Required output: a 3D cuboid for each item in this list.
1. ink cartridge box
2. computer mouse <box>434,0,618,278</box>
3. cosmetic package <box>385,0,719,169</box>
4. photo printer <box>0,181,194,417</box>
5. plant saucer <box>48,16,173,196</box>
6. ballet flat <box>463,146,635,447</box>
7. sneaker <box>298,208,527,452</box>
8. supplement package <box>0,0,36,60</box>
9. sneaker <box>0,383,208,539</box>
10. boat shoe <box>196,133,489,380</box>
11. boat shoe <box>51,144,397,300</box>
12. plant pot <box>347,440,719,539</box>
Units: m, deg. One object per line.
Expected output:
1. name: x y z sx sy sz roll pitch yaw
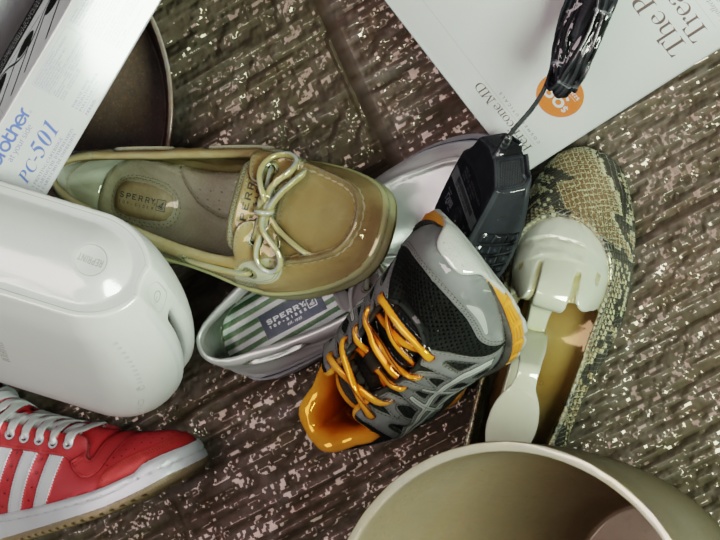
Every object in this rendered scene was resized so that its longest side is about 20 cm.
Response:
1. ink cartridge box: -0.141 -0.140 1.406 0.044 0.094 0.201 29 96 -19
2. computer mouse: 0.085 -0.066 1.311 0.059 0.034 0.201 -103 35 -50
3. cosmetic package: 0.082 -0.168 1.315 0.150 0.052 0.200 -32 107 26
4. photo printer: -0.184 0.010 1.405 0.199 0.167 0.070 17 69 8
5. plant saucer: -0.184 -0.091 1.505 0.199 0.034 0.202 2 93 26
6. ballet flat: 0.092 0.038 1.350 0.067 0.075 0.201 17 99 12
7. sneaker: 0.022 0.039 1.310 0.078 0.077 0.200 53 157 15
8. supplement package: -0.272 -0.127 1.442 0.111 0.156 0.201 40 108 20
9. sneaker: -0.182 0.090 1.490 0.199 0.071 0.113 -18 87 28
10. boat shoe: 0.000 0.000 1.399 0.200 0.067 0.074 -40 76 22
11. boat shoe: -0.072 -0.032 1.378 0.200 0.063 0.074 13 84 38
12. plant pot: 0.109 0.167 1.278 0.186 0.200 0.189 1 92 25
